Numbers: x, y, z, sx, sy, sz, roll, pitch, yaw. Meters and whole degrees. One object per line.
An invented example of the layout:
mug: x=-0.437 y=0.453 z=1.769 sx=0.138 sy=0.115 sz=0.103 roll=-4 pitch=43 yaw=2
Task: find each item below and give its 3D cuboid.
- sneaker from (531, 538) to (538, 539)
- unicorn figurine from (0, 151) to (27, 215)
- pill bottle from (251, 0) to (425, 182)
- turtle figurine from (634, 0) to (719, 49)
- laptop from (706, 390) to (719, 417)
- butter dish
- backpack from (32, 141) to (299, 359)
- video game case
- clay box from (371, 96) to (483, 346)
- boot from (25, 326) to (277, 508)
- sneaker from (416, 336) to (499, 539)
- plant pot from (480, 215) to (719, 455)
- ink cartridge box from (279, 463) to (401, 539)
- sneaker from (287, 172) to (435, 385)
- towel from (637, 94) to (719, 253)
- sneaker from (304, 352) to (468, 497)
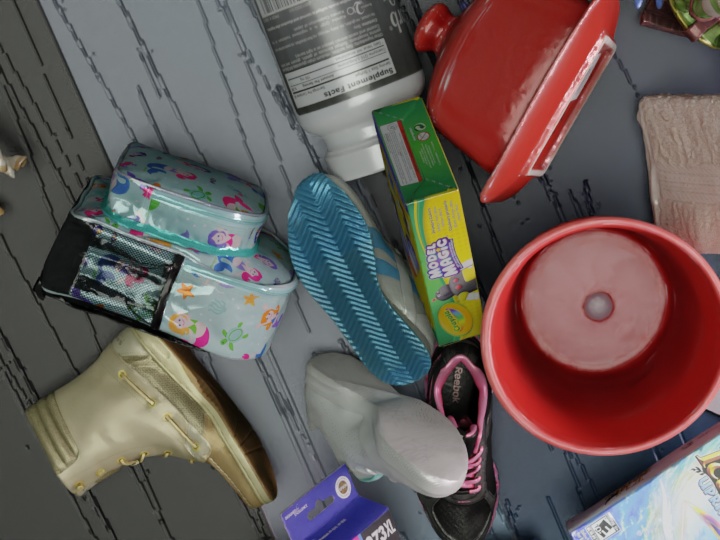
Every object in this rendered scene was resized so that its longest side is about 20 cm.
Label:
sneaker: x=0.139 y=0.336 z=1.734 sx=0.078 sy=0.070 sz=0.200 roll=-10 pitch=97 yaw=15
unicorn figurine: x=-0.355 y=-0.112 z=1.674 sx=0.137 sy=0.074 sz=0.200 roll=36 pitch=104 yaw=8
pill bottle: x=-0.014 y=-0.182 z=1.632 sx=0.116 sy=0.116 sz=0.200 roll=-20 pitch=98 yaw=5
turtle figurine: x=0.339 y=-0.220 z=1.599 sx=0.200 sy=0.144 sz=0.194 roll=-34 pitch=100 yaw=10
laptop: x=0.397 y=0.065 z=1.653 sx=0.187 sy=0.116 sz=0.200 roll=24 pitch=99 yaw=-1
butter dish: x=0.112 y=-0.168 z=1.597 sx=0.148 sy=0.200 sz=0.200 roll=32 pitch=98 yaw=9
backpack: x=-0.149 y=-0.012 z=1.634 sx=0.200 sy=0.178 sz=0.151 roll=27 pitch=104 yaw=-6
video game case: x=0.305 y=0.250 z=1.655 sx=0.181 sy=0.045 sz=0.200 roll=-35 pitch=92 yaw=5
clay box: x=0.058 y=-0.029 z=1.582 sx=0.048 sy=0.115 sz=0.200 roll=-16 pitch=137 yaw=-2
boot: x=-0.183 y=0.158 z=1.711 sx=0.155 sy=0.073 sz=0.200 roll=-38 pitch=94 yaw=7
sneaker: x=0.085 y=0.151 z=1.690 sx=0.079 sy=0.095 sz=0.200 roll=-2 pitch=99 yaw=0
plant pot: x=0.200 y=0.040 z=1.624 sx=0.200 sy=0.177 sz=0.201 roll=1 pitch=99 yaw=3
ink cartridge box: x=0.006 y=0.271 z=1.648 sx=0.037 sy=0.095 sz=0.200 roll=-14 pitch=104 yaw=43
sneaker: x=0.000 y=0.000 z=1.656 sx=0.076 sy=0.081 sz=0.200 roll=-20 pitch=114 yaw=19
towel: x=0.299 y=-0.081 z=1.596 sx=0.034 sy=0.200 sz=0.133 roll=-15 pitch=100 yaw=-27
sneaker: x=0.019 y=0.151 z=1.665 sx=0.075 sy=0.200 sz=0.089 roll=-8 pitch=120 yaw=-34
